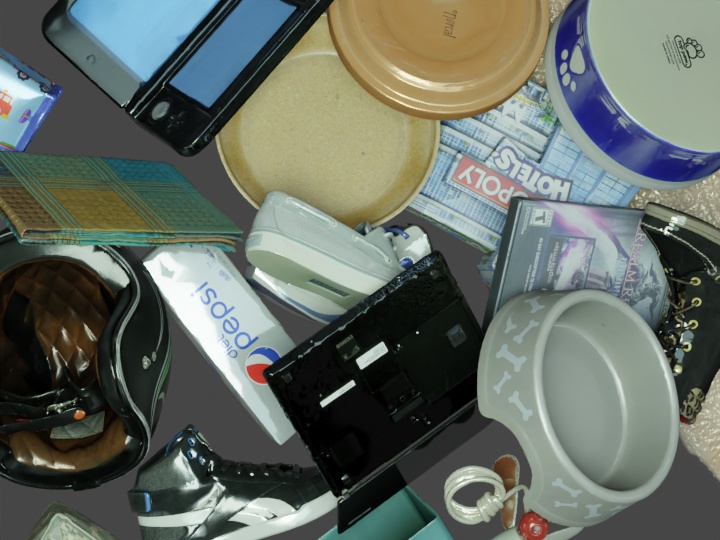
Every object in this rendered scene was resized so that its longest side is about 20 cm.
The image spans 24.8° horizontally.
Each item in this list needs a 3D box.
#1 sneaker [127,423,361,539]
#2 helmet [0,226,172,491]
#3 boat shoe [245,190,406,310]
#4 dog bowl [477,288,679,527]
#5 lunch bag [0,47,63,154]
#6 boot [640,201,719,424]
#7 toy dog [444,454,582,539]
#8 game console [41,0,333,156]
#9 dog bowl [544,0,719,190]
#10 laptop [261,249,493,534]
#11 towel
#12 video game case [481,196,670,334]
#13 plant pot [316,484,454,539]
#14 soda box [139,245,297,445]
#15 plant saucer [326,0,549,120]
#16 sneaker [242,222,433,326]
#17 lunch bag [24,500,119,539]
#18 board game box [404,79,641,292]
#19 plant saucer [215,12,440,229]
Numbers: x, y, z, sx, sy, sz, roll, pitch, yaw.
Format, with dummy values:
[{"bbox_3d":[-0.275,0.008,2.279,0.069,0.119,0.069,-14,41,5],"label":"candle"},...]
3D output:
[{"bbox_3d":[-0.105,0.177,1.420,0.198,0.073,0.113,-21,96,-7],"label":"sneaker"},{"bbox_3d":[-0.244,0.059,1.335,0.197,0.201,0.192,-1,53,-9],"label":"helmet"},{"bbox_3d":[-0.001,-0.009,1.358,0.199,0.070,0.072,24,69,-26],"label":"boat shoe"},{"bbox_3d":[0.186,0.107,1.349,0.199,0.058,0.202,16,65,-37],"label":"dog bowl"},{"bbox_3d":[-0.367,-0.107,1.373,0.150,0.094,0.201,32,95,-11],"label":"lunch bag"},{"bbox_3d":[0.282,0.040,1.446,0.200,0.073,0.152,36,83,-48],"label":"boot"},{"bbox_3d":[0.173,0.189,1.472,0.199,0.096,0.133,-28,103,5],"label":"toy dog"},{"bbox_3d":[-0.146,-0.223,1.390,0.200,0.176,0.116,-49,126,-5],"label":"game console"},{"bbox_3d":[0.266,-0.177,1.436,0.198,0.079,0.202,8,67,-19],"label":"dog bowl"},{"bbox_3d":[0.022,0.106,1.364,0.176,0.103,0.201,-34,109,-13],"label":"laptop"},{"bbox_3d":[-0.211,-0.056,1.326,0.198,0.147,0.022,1,118,-37],"label":"towel"},{"bbox_3d":[0.200,0.012,1.444,0.198,0.019,0.145,4,105,-31],"label":"video game case"},{"bbox_3d":[0.049,0.315,1.421,0.141,0.141,0.201,-36,103,-7],"label":"plant pot"},{"bbox_3d":[-0.110,0.053,1.422,0.068,0.063,0.201,-40,97,-9],"label":"soda box"},{"bbox_3d":[0.070,-0.231,1.435,0.198,0.032,0.203,2,74,-6],"label":"plant saucer"},{"bbox_3d":[0.001,0.000,1.439,0.198,0.080,0.116,24,83,-16],"label":"sneaker"},{"bbox_3d":[-0.207,0.295,1.360,0.199,0.164,0.118,39,79,-7],"label":"lunch bag"},{"bbox_3d":[0.141,-0.061,1.464,0.198,0.062,0.202,26,86,-9],"label":"board game box"},{"bbox_3d":[-0.030,-0.124,1.430,0.198,0.035,0.203,2,77,-7],"label":"plant saucer"}]
